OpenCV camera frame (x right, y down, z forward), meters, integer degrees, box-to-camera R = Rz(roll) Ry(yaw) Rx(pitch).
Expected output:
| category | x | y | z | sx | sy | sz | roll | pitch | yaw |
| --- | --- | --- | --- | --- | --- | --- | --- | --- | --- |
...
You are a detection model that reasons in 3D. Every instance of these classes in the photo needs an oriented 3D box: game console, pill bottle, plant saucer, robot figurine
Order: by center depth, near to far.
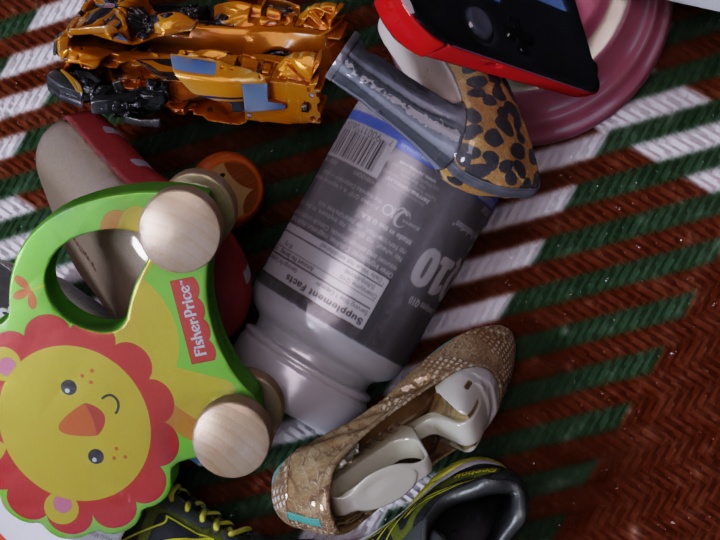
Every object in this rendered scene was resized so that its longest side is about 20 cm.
| category | x | y | z | sx | sy | sz | roll | pitch | yaw |
| --- | --- | --- | --- | --- | --- | --- | --- | --- | --- |
| game console | 0.064 | -0.206 | 0.932 | 0.031 | 0.176 | 0.202 | -33 | 60 | 42 |
| pill bottle | 0.000 | 0.000 | 1.005 | 0.113 | 0.114 | 0.201 | 30 | 90 | 16 |
| plant saucer | 0.108 | -0.187 | 1.038 | 0.198 | 0.051 | 0.203 | -2 | 81 | 14 |
| robot figurine | -0.113 | -0.151 | 1.053 | 0.197 | 0.146 | 0.059 | 7 | 127 | 7 |

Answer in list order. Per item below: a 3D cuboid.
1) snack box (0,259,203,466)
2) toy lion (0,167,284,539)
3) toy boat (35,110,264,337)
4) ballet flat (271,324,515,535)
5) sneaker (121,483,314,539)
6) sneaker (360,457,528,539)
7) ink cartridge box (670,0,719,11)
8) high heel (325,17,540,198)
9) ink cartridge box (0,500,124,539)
| category | x | y | z | sx | sy | sz | roll | pitch | yaw |
| --- | --- | --- | --- | --- | --- | --- | --- | --- | --- |
| snack box | -0.157 | 0.063 | 1.033 | 0.199 | 0.116 | 0.037 | 33 | 91 | 16 |
| toy lion | -0.151 | 0.056 | 0.912 | 0.189 | 0.069 | 0.202 | -10 | 105 | 8 |
| toy boat | -0.122 | -0.036 | 1.022 | 0.130 | 0.132 | 0.200 | -26 | 38 | -17 |
| ballet flat | 0.037 | 0.104 | 0.970 | 0.199 | 0.071 | 0.065 | -35 | 32 | -22 |
| sneaker | -0.120 | 0.179 | 1.030 | 0.197 | 0.074 | 0.086 | -3 | 81 | 13 |
| sneaker | 0.025 | 0.186 | 0.953 | 0.074 | 0.085 | 0.200 | 45 | 76 | 1 |
| ink cartridge box | 0.269 | -0.229 | 0.948 | 0.198 | 0.083 | 0.146 | 18 | 61 | 26 |
| high heel | 0.077 | -0.133 | 0.962 | 0.142 | 0.071 | 0.201 | 37 | 51 | -2 |
| ink cartridge box | -0.222 | 0.167 | 1.030 | 0.162 | 0.057 | 0.201 | 26 | 85 | 50 |
